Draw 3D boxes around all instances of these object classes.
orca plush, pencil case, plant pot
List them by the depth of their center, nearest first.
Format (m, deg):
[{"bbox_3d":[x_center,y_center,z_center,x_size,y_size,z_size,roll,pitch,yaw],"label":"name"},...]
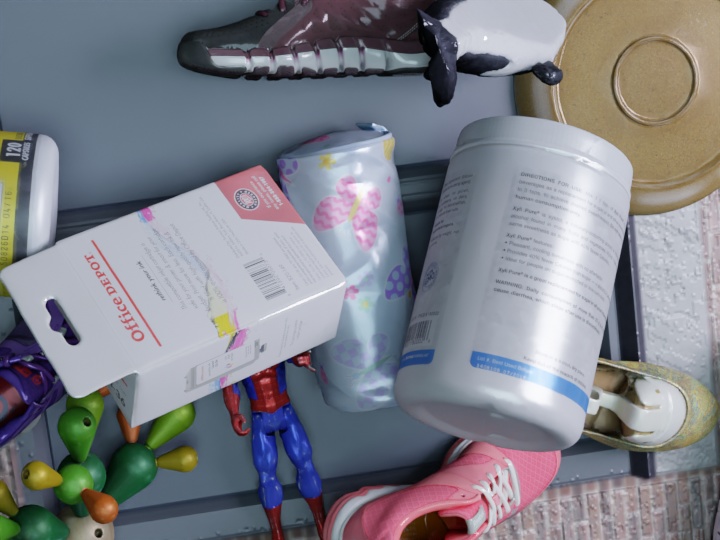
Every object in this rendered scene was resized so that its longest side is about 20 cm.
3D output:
[{"bbox_3d":[0.074,-0.139,1.064,0.105,0.200,0.071,43,120,-4],"label":"orca plush"},{"bbox_3d":[0.000,0.000,1.130,0.090,0.083,0.201,-16,102,-17],"label":"pencil case"},{"bbox_3d":[0.212,-0.139,1.164,0.199,0.027,0.201,-1,99,-8],"label":"plant pot"}]

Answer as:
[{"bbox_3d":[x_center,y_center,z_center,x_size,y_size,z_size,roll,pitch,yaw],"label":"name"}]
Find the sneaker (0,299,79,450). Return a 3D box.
[{"bbox_3d":[-0.213,0.060,1.110,0.081,0.083,0.200,41,90,-12],"label":"sneaker"}]

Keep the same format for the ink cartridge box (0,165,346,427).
[{"bbox_3d":[-0.124,0.022,1.050,0.199,0.068,0.117,-22,59,-26],"label":"ink cartridge box"}]

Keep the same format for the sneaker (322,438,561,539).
[{"bbox_3d":[0.075,0.172,1.148,0.199,0.087,0.074,-23,104,-25],"label":"sneaker"}]

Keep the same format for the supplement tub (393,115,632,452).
[{"bbox_3d":[0.106,0.011,1.089,0.131,0.132,0.201,19,73,-10],"label":"supplement tub"}]

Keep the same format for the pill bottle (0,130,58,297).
[{"bbox_3d":[-0.305,-0.042,1.065,0.199,0.112,0.113,4,99,-9],"label":"pill bottle"}]

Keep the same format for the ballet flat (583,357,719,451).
[{"bbox_3d":[0.179,0.096,1.178,0.199,0.071,0.071,16,97,-10],"label":"ballet flat"}]

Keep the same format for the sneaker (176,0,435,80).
[{"bbox_3d":[-0.031,-0.192,1.106,0.199,0.076,0.116,-4,95,-18],"label":"sneaker"}]

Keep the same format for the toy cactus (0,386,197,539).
[{"bbox_3d":[-0.185,0.161,1.116,0.102,0.200,0.166,25,131,20],"label":"toy cactus"}]

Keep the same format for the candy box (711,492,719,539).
[{"bbox_3d":[0.366,0.154,1.209,0.167,0.072,0.201,6,98,-9],"label":"candy box"}]

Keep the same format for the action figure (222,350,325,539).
[{"bbox_3d":[-0.057,0.117,1.136,0.065,0.099,0.201,-14,98,-6],"label":"action figure"}]
